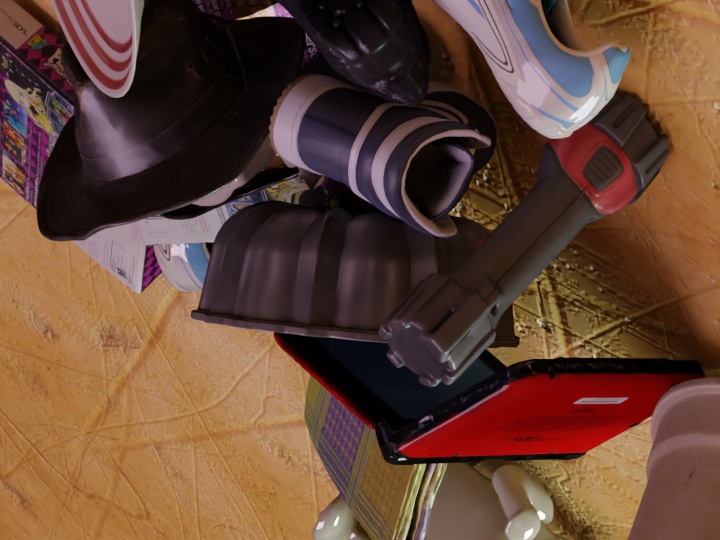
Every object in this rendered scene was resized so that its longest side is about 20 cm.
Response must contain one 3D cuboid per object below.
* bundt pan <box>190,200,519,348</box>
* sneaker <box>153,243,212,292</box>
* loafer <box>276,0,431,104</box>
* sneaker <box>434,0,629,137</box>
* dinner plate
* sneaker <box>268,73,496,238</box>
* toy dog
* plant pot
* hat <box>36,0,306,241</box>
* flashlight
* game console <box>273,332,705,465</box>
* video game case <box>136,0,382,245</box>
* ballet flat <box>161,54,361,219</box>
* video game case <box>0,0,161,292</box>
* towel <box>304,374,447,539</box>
[{"bbox_3d":[0.000,0.000,1.742,0.201,0.201,0.076,8,94,53],"label":"bundt pan"},{"bbox_3d":[-0.126,-0.078,1.931,0.072,0.072,0.201,-16,114,19],"label":"sneaker"},{"bbox_3d":[-0.011,-0.158,1.657,0.070,0.068,0.201,50,-173,-37],"label":"loafer"},{"bbox_3d":[0.070,-0.162,1.590,0.200,0.072,0.072,50,-167,17],"label":"sneaker"},{"bbox_3d":[-0.150,-0.193,1.575,0.200,0.024,0.201,164,90,-74],"label":"dinner plate"},{"bbox_3d":[0.045,-0.064,1.672,0.108,0.071,0.200,25,-168,33],"label":"sneaker"},{"bbox_3d":[0.083,0.209,2.064,0.200,0.140,0.194,38,163,15],"label":"toy dog"},{"bbox_3d":[0.224,0.196,1.715,0.200,0.184,0.201,25,153,14],"label":"plant pot"},{"bbox_3d":[-0.126,-0.110,1.680,0.200,0.201,0.081,12,141,51],"label":"hat"},{"bbox_3d":[0.089,-0.018,1.620,0.068,0.200,0.068,28,152,33],"label":"flashlight"},{"bbox_3d":[0.080,0.052,1.775,0.172,0.199,0.119,-32,69,34],"label":"game console"},{"bbox_3d":[-0.080,-0.110,1.820,0.180,0.036,0.201,-3,123,23],"label":"video game case"},{"bbox_3d":[-0.048,-0.075,1.766,0.199,0.069,0.068,-25,113,31],"label":"ballet flat"},{"bbox_3d":[-0.215,-0.092,2.167,0.181,0.036,0.200,39,155,13],"label":"video game case"},{"bbox_3d":[0.013,0.094,1.964,0.200,0.023,0.144,-130,50,-57],"label":"towel"}]
